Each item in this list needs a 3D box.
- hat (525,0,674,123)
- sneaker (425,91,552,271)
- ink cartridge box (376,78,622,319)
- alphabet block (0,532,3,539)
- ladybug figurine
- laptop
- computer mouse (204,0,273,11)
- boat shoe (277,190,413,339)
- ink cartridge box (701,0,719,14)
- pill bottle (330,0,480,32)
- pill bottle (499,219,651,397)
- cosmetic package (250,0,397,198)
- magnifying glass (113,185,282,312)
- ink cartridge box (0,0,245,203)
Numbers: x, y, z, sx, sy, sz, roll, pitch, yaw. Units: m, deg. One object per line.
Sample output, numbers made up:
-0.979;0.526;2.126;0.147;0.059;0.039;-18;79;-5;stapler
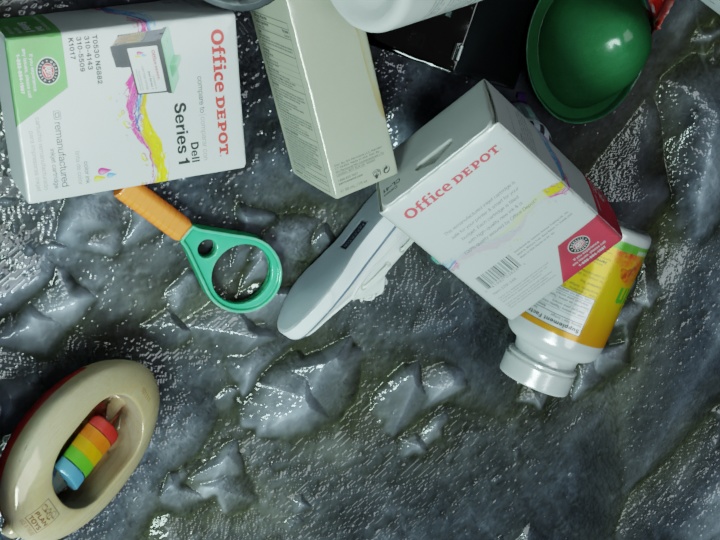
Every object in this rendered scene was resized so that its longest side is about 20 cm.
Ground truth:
0.279;-0.223;1.223;0.166;0.176;0.200;-41;126;-13;hat
0.132;-0.089;1.284;0.074;0.088;0.200;22;124;-21;sneaker
0.134;-0.065;1.192;0.148;0.086;0.200;-37;122;23;ink cartridge box
-0.432;0.185;1.034;0.200;0.195;0.197;-23;116;-16;alphabet block
-0.272;0.164;1.149;0.200;0.072;0.136;-50;139;-31;ladybug figurine
0.096;-0.295;1.212;0.200;0.116;0.188;19;102;-2;laptop
-0.150;-0.290;1.048;0.200;0.053;0.139;23;104;-4;computer mouse
0.000;0.000;1.245;0.200;0.074;0.065;-48;118;-1;boat shoe
0.472;-0.355;1.332;0.144;0.085;0.200;23;100;-32;ink cartridge box
0.071;-0.281;1.055;0.200;0.114;0.115;-26;121;-37;pill bottle
0.230;0.033;1.350;0.111;0.111;0.200;16;102;-31;pill bottle
-0.036;-0.179;1.138;0.071;0.105;0.200;-24;120;-19;cosmetic package
-0.155;-0.027;1.188;0.200;0.022;0.080;39;90;-32;magnifying glass
-0.208;-0.152;1.073;0.200;0.084;0.145;-12;115;-23;ink cartridge box
